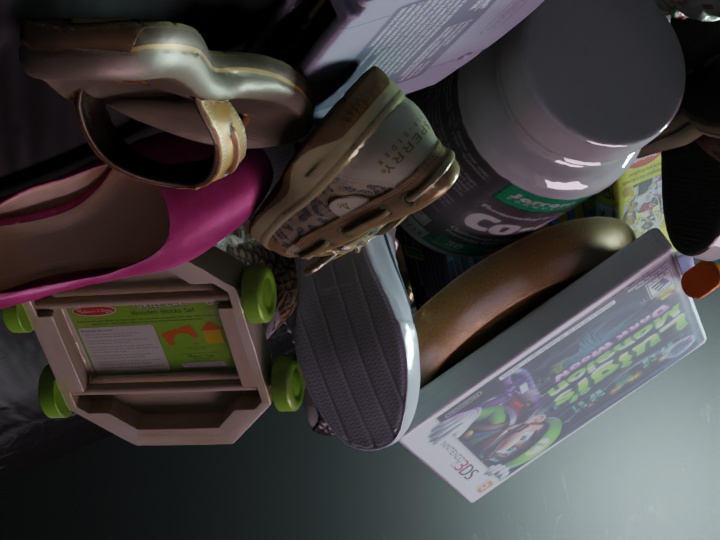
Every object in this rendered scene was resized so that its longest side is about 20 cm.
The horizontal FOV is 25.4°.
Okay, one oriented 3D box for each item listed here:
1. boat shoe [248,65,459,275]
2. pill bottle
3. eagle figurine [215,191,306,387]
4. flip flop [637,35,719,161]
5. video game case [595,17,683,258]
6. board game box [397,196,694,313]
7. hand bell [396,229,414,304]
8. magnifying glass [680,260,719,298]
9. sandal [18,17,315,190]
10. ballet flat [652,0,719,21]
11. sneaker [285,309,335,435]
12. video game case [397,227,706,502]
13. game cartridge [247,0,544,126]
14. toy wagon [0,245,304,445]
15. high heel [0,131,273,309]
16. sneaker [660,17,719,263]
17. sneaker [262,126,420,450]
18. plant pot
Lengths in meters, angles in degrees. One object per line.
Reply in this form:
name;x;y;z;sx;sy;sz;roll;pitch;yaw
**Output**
boat shoe;-0.005;-0.034;0.767;0.073;0.063;0.200;-51;-179;-13
pill bottle;0.092;-0.084;0.899;0.113;0.113;0.200;-21;174;-23
eagle figurine;-0.074;-0.004;0.990;0.152;0.200;0.151;-56;-159;13
flip flop;0.202;-0.087;0.859;0.081;0.058;0.200;-56;-168;-13
video game case;0.238;-0.106;1.062;0.200;0.181;0.025;-21;-149;-25
board game box;0.121;-0.047;1.076;0.200;0.166;0.057;-22;-165;-24
hand bell;0.026;0.025;1.101;0.104;0.200;0.104;13;159;5
magnifying glass;0.240;-0.009;1.019;0.080;0.022;0.200;-37;171;26
sandal;-0.075;-0.060;0.630;0.080;0.054;0.200;-1;178;14
ballet flat;0.216;-0.170;0.848;0.076;0.064;0.200;-17;172;-42
sneaker;-0.032;0.029;1.150;0.087;0.200;0.075;-15;146;28
video game case;0.125;0.068;1.018;0.200;0.023;0.182;-35;153;3
game cartridge;0.023;-0.117;0.710;0.133;0.041;0.200;-17;173;-23
toy wagon;-0.121;0.022;0.893;0.155;0.200;0.040;-3;-140;14
high heel;-0.143;-0.020;0.770;0.200;0.067;0.096;-10;-170;20
sneaker;0.249;-0.086;0.959;0.121;0.200;0.084;18;155;-25
sneaker;0.000;0.000;0.906;0.073;0.200;0.071;-5;-169;26
plant pot;0.097;0.043;1.002;0.200;0.028;0.200;-26;153;-14
